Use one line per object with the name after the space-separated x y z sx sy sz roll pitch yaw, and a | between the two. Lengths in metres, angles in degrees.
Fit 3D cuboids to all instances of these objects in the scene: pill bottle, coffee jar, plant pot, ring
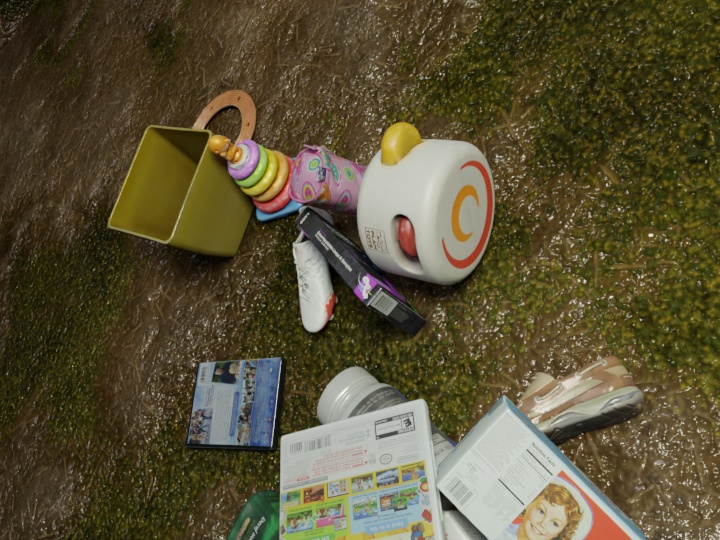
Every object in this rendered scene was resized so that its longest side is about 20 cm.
0.036 0.221 0.796 0.199 0.113 0.115 37 94 38 | pill bottle
-0.090 0.398 0.832 0.198 0.085 0.106 27 86 38 | coffee jar
-0.308 -0.127 1.135 0.196 0.175 0.205 13 79 36 | plant pot
-0.288 -0.281 1.282 0.196 0.019 0.206 -15 63 30 | ring

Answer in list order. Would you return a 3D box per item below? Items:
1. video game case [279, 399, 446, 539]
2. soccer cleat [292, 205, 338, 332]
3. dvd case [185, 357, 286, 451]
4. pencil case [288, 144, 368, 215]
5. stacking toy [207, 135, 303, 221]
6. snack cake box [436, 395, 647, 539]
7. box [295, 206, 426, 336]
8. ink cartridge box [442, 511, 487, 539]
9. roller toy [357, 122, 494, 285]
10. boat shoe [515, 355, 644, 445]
-0.005 0.258 0.703 0.195 0.023 0.186 -18 51 17 | video game case
-0.078 -0.005 0.983 0.067 0.085 0.206 -7 68 31 | soccer cleat
-0.210 0.223 1.028 0.196 0.017 0.147 -8 68 32 | dvd case
-0.014 -0.126 0.913 0.086 0.197 0.090 -8 79 44 | pencil case
-0.188 -0.178 1.055 0.114 0.199 0.113 -13 64 30 | stacking toy
0.188 0.249 0.651 0.200 0.067 0.115 44 97 6 | snack cake box
0.000 0.000 0.890 0.036 0.142 0.200 -47 53 6 | box
0.123 0.394 0.676 0.146 0.083 0.201 -49 53 10 | ink cartridge box
0.085 -0.083 0.834 0.137 0.198 0.187 12 84 37 | roller toy
0.224 0.159 0.721 0.196 0.076 0.073 -23 56 15 | boat shoe
